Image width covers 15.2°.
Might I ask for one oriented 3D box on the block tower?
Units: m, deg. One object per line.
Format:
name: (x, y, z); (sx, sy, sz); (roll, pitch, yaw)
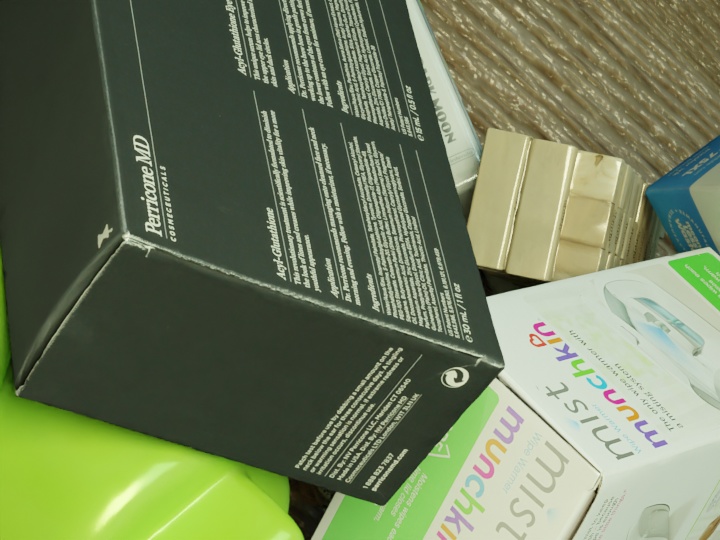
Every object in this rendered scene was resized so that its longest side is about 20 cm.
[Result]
block tower: (0.088, -0.016, 1.115); (0.200, 0.054, 0.058); (12, 92, -77)

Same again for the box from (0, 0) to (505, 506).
box: (-0.046, -0.034, 0.903); (0.140, 0.079, 0.201); (22, 36, -29)

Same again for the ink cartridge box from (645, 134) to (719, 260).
ink cartridge box: (0.202, 0.000, 1.026); (0.067, 0.200, 0.117); (-34, 102, -17)

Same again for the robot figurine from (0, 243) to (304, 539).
robot figurine: (-0.105, 0.069, 0.921); (0.116, 0.176, 0.200); (-40, 58, -20)

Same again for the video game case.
video game case: (0.026, -0.089, 1.173); (0.200, 0.023, 0.183); (55, 12, -73)

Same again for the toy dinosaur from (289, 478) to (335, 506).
toy dinosaur: (0.000, 0.000, 1.123); (0.060, 0.106, 0.201); (32, 52, -17)

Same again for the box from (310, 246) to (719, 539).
box: (0.070, 0.107, 1.025); (0.176, 0.201, 0.097); (-12, 48, -47)
